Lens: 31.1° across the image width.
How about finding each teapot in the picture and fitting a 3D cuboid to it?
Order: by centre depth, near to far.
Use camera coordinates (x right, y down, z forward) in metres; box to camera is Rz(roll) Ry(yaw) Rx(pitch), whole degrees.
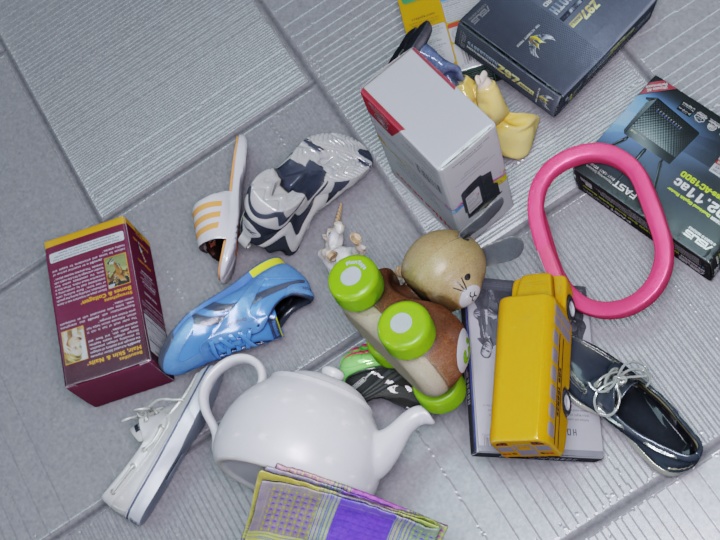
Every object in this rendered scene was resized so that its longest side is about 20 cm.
[{"bbox_3d":[-0.060,0.171,1.409,0.200,0.197,0.146,29,67,-22],"label":"teapot"}]

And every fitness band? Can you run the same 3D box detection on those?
[{"bbox_3d":[0.265,-0.044,1.429,0.144,0.037,0.200,-20,72,14],"label":"fitness band"}]

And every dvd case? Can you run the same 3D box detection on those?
[{"bbox_3d":[0.186,0.107,1.413,0.150,0.025,0.200,5,67,-17],"label":"dvd case"}]

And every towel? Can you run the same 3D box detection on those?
[{"bbox_3d":[-0.026,0.284,1.326,0.200,0.023,0.144,19,115,-3],"label":"towel"}]

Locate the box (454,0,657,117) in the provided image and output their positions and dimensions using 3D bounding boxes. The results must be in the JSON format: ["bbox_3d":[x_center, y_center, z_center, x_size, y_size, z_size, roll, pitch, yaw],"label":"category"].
[{"bbox_3d":[0.235,-0.300,1.550,0.158,0.051,0.200,40,70,14],"label":"box"}]

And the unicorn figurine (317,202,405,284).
[{"bbox_3d":[0.000,0.000,1.502,0.074,0.137,0.200,-31,78,-9],"label":"unicorn figurine"}]

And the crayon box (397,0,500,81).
[{"bbox_3d":[0.117,-0.322,1.628,0.126,0.052,0.200,-16,66,9],"label":"crayon box"}]

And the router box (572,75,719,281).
[{"bbox_3d":[0.365,-0.107,1.467,0.200,0.062,0.150,39,84,25],"label":"router box"}]

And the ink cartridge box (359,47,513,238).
[{"bbox_3d":[0.091,-0.138,1.480,0.083,0.200,0.146,-40,65,-6],"label":"ink cartridge box"}]

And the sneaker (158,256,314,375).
[{"bbox_3d":[-0.145,0.066,1.521,0.200,0.066,0.078,-37,58,-14],"label":"sneaker"}]

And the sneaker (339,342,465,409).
[{"bbox_3d":[0.078,0.119,1.461,0.200,0.077,0.084,-4,102,7],"label":"sneaker"}]

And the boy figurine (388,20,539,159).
[{"bbox_3d":[0.131,-0.207,1.522,0.200,0.124,0.064,35,75,-12],"label":"boy figurine"}]

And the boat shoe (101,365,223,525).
[{"bbox_3d":[-0.240,0.188,1.506,0.086,0.075,0.202,29,85,6],"label":"boat shoe"}]

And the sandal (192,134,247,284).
[{"bbox_3d":[-0.176,-0.076,1.593,0.059,0.079,0.207,5,60,-4],"label":"sandal"}]

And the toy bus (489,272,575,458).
[{"bbox_3d":[0.179,0.094,1.346,0.065,0.078,0.200,-6,62,26],"label":"toy bus"}]

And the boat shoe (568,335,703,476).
[{"bbox_3d":[0.279,0.136,1.374,0.075,0.062,0.200,-36,73,-19],"label":"boat shoe"}]

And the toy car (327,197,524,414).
[{"bbox_3d":[0.093,0.019,1.345,0.200,0.164,0.158,-42,56,-8],"label":"toy car"}]

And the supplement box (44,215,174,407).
[{"bbox_3d":[-0.306,0.050,1.575,0.110,0.086,0.200,-18,65,7],"label":"supplement box"}]

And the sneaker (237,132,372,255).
[{"bbox_3d":[-0.076,-0.085,1.575,0.079,0.130,0.199,42,47,6],"label":"sneaker"}]
